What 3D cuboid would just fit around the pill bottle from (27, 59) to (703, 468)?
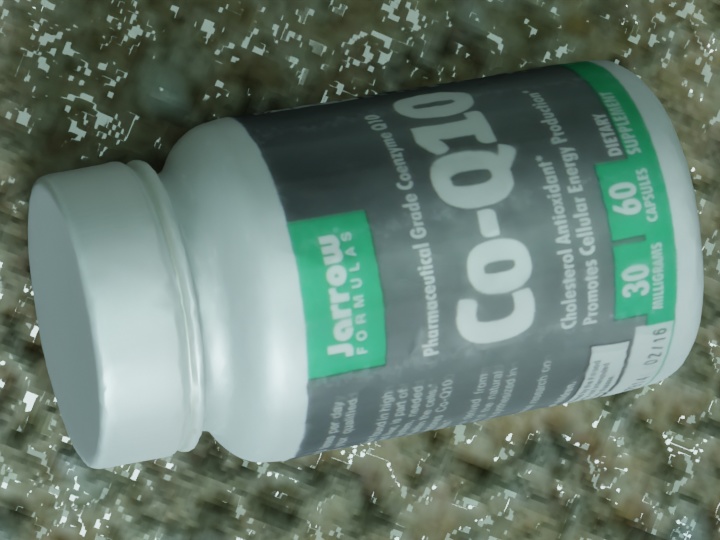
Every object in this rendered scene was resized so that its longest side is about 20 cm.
[{"bbox_3d":[0.000,0.000,0.891,0.200,0.113,0.113,-11,98,-17],"label":"pill bottle"}]
